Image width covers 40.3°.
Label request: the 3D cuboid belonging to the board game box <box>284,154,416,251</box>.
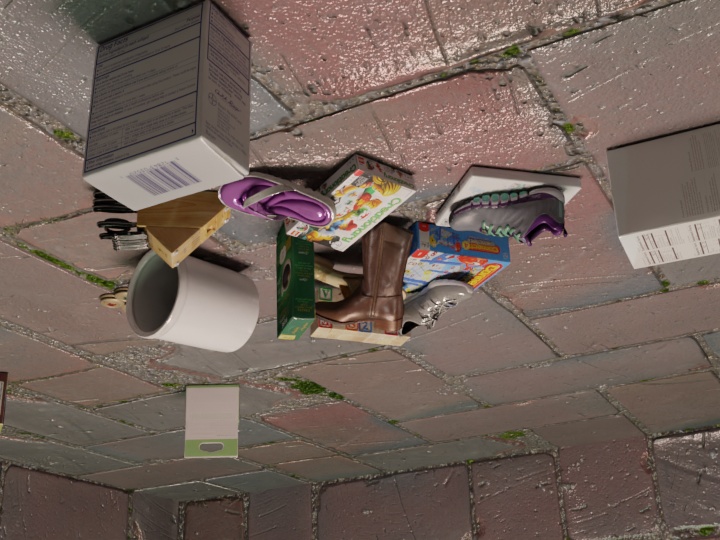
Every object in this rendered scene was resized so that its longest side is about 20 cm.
[{"bbox_3d":[-0.019,-0.108,1.623,0.125,0.035,0.200,16,141,-37],"label":"board game box"}]

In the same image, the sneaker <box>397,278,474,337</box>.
[{"bbox_3d":[0.143,0.075,1.898,0.074,0.083,0.199,17,150,-38],"label":"sneaker"}]

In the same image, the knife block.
[{"bbox_3d":[-0.338,-0.102,1.635,0.200,0.175,0.064,-43,171,-22],"label":"knife block"}]

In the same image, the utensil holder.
[{"bbox_3d":[-0.316,0.061,1.864,0.169,0.172,0.199,-21,153,37],"label":"utensil holder"}]

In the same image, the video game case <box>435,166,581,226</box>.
[{"bbox_3d":[0.249,-0.116,1.682,0.198,0.024,0.182,5,156,-15],"label":"video game case"}]

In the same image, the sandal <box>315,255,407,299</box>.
[{"bbox_3d":[-0.021,0.042,1.875,0.210,0.070,0.078,21,150,1],"label":"sandal"}]

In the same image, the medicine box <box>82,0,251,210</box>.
[{"bbox_3d":[-0.235,-0.201,1.214,0.180,0.202,0.103,-14,152,25],"label":"medicine box"}]

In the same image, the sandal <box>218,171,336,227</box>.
[{"bbox_3d":[-0.138,-0.109,1.571,0.200,0.050,0.083,9,129,12],"label":"sandal"}]

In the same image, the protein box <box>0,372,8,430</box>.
[{"bbox_3d":[-1.011,0.343,2.491,0.198,0.136,0.199,9,154,-22],"label":"protein box"}]

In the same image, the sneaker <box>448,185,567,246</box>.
[{"bbox_3d":[0.243,-0.079,1.628,0.198,0.089,0.074,-12,155,19],"label":"sneaker"}]

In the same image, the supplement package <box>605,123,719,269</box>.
[{"bbox_3d":[0.508,-0.114,1.547,0.198,0.154,0.151,-12,156,22],"label":"supplement package"}]

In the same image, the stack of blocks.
[{"bbox_3d":[0.000,0.082,2.002,0.198,0.116,0.059,7,155,-18],"label":"stack of blocks"}]

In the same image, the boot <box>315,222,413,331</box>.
[{"bbox_3d":[0.000,0.000,1.786,0.184,0.202,0.064,6,-161,7],"label":"boot"}]

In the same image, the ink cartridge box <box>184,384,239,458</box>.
[{"bbox_3d":[-0.393,0.404,2.605,0.144,0.202,0.048,0,155,-5],"label":"ink cartridge box"}]

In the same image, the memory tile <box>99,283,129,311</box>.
[{"bbox_3d":[-0.429,0.057,2.032,0.199,0.017,0.153,-22,150,38],"label":"memory tile"}]

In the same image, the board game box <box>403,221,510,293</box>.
[{"bbox_3d":[0.152,-0.014,1.869,0.194,0.057,0.200,8,155,-21],"label":"board game box"}]

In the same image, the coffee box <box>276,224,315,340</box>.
[{"bbox_3d":[-0.114,0.010,1.716,0.043,0.202,0.123,5,156,-18],"label":"coffee box"}]
